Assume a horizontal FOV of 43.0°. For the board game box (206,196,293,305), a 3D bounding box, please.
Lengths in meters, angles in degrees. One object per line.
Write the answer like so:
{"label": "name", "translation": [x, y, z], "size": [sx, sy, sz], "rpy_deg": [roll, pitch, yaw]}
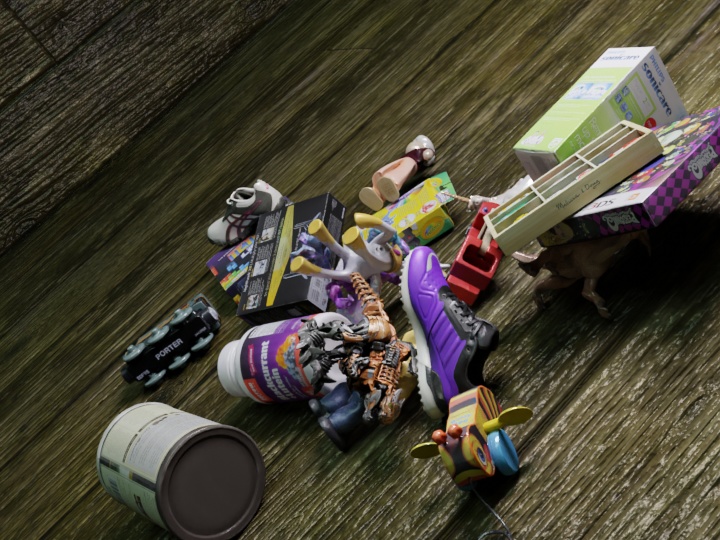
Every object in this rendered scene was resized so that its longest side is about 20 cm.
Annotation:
{"label": "board game box", "translation": [-0.174, -0.036, 1.659], "size": [0.200, 0.057, 0.165], "rpy_deg": [-41, 28, -6]}

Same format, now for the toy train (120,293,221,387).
{"label": "toy train", "translation": [-0.327, 0.121, 1.585], "size": [0.200, 0.085, 0.114], "rpy_deg": [-36, 15, 8]}

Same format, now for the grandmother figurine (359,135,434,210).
{"label": "grandmother figurine", "translation": [0.075, -0.172, 1.523], "size": [0.121, 0.061, 0.200], "rpy_deg": [-18, 20, 34]}

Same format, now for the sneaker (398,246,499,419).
{"label": "sneaker", "translation": [0.111, 0.064, 1.057], "size": [0.099, 0.201, 0.069], "rpy_deg": [-15, -9, 31]}

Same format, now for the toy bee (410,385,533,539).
{"label": "toy bee", "translation": [0.117, 0.175, 0.922], "size": [0.131, 0.109, 0.200], "rpy_deg": [-35, 27, 2]}

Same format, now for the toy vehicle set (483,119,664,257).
{"label": "toy vehicle set", "translation": [0.232, -0.094, 1.023], "size": [0.200, 0.027, 0.124], "rpy_deg": [-35, 10, 9]}

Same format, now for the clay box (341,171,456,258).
{"label": "clay box", "translation": [0.066, -0.068, 1.423], "size": [0.199, 0.048, 0.115], "rpy_deg": [-32, 26, 12]}

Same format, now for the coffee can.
{"label": "coffee can", "translation": [-0.235, 0.256, 1.181], "size": [0.200, 0.147, 0.147], "rpy_deg": [4, 48, 53]}

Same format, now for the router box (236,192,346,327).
{"label": "router box", "translation": [-0.111, -0.015, 1.488], "size": [0.157, 0.052, 0.201], "rpy_deg": [-13, 54, 37]}

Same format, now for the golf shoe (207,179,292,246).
{"label": "golf shoe", "translation": [-0.217, -0.109, 1.672], "size": [0.199, 0.088, 0.077], "rpy_deg": [-20, 33, 35]}

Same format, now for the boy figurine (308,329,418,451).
{"label": "boy figurine", "translation": [0.029, 0.130, 1.141], "size": [0.200, 0.065, 0.124], "rpy_deg": [-38, 34, -3]}

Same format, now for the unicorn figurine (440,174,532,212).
{"label": "unicorn figurine", "translation": [0.234, -0.113, 1.277], "size": [0.199, 0.074, 0.137], "rpy_deg": [-27, 16, -9]}

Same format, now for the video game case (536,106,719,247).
{"label": "video game case", "translation": [0.307, -0.103, 1.002], "size": [0.200, 0.036, 0.181], "rpy_deg": [-40, 13, -24]}

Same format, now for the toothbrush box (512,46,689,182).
{"label": "toothbrush box", "translation": [0.314, -0.164, 1.162], "size": [0.200, 0.146, 0.086], "rpy_deg": [-45, 27, -15]}

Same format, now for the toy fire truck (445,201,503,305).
{"label": "toy fire truck", "translation": [0.155, -0.032, 1.171], "size": [0.141, 0.049, 0.200], "rpy_deg": [110, -173, -51]}

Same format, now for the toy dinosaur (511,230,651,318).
{"label": "toy dinosaur", "translation": [0.265, -0.023, 1.078], "size": [0.136, 0.086, 0.200], "rpy_deg": [-47, 22, -22]}

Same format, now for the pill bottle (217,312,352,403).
{"label": "pill bottle", "translation": [-0.103, 0.125, 1.261], "size": [0.199, 0.112, 0.112], "rpy_deg": [-13, 36, 40]}

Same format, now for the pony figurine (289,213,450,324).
{"label": "pony figurine", "translation": [0.000, 0.000, 1.267], "size": [0.193, 0.200, 0.167], "rpy_deg": [-26, 54, 35]}

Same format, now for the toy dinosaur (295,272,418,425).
{"label": "toy dinosaur", "translation": [0.000, 0.095, 1.097], "size": [0.135, 0.103, 0.200], "rpy_deg": [-10, 33, 6]}
